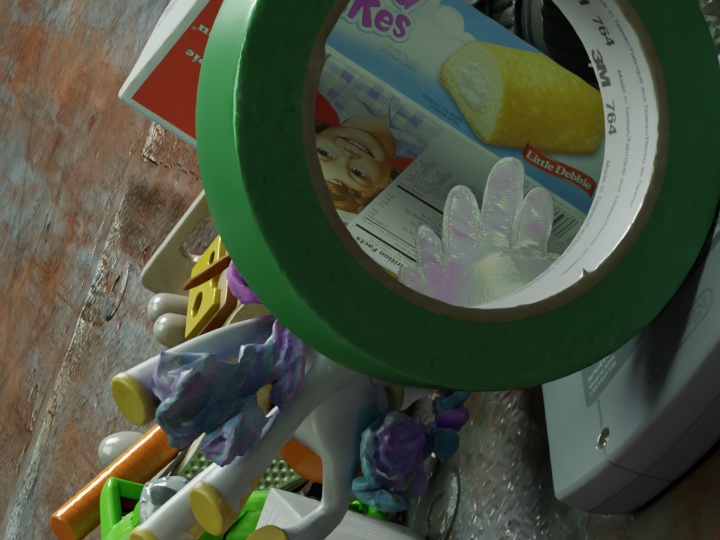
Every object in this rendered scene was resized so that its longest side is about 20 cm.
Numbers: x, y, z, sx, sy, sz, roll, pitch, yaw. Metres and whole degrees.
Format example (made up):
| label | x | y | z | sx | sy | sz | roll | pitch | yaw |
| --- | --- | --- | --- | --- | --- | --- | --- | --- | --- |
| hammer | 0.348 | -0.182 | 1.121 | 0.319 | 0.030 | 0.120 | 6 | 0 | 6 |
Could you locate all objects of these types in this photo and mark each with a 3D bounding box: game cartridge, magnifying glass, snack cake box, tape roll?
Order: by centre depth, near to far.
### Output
| label | x | y | z | sx | sy | sz | roll | pitch | yaw |
| --- | --- | --- | --- | --- | --- | --- | --- | --- | --- |
| tape roll | 0.039 | -0.054 | 1.073 | 0.048 | 0.200 | 0.201 | -1 | 71 | 68 |
| game cartridge | 0.133 | 0.000 | 1.124 | 0.200 | 0.040 | 0.133 | -56 | 21 | 38 |
| snack cake box | 0.008 | -0.072 | 1.268 | 0.115 | 0.200 | 0.067 | -42 | 19 | 54 |
| magnifying glass | -0.086 | 0.074 | 1.506 | 0.200 | 0.022 | 0.080 | -43 | -12 | -26 |

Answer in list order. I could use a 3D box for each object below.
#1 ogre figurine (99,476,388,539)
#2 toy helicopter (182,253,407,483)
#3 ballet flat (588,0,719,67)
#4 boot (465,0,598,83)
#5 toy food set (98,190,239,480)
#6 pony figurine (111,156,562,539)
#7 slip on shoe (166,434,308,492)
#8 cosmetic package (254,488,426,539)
| label | x | y | z | sx | sy | sz | roll | pitch | yaw |
| --- | --- | --- | --- | --- | --- | --- | --- | --- | --- |
| ogre figurine | -0.078 | 0.158 | 1.425 | 0.200 | 0.120 | 0.098 | -30 | 45 | 63 |
| toy helicopter | 0.000 | 0.000 | 1.374 | 0.200 | 0.132 | 0.079 | -51 | -11 | 5 |
| ballet flat | 0.143 | -0.161 | 1.200 | 0.072 | 0.072 | 0.200 | -16 | 57 | 67 |
| boot | 0.094 | -0.184 | 1.329 | 0.158 | 0.079 | 0.211 | 16 | 88 | 71 |
| toy food set | -0.108 | 0.051 | 1.694 | 0.144 | 0.060 | 0.200 | -49 | 30 | 48 |
| pony figurine | -0.011 | 0.029 | 1.206 | 0.166 | 0.200 | 0.193 | 34 | 145 | 31 |
| slip on shoe | -0.040 | 0.082 | 1.478 | 0.200 | 0.074 | 0.061 | -49 | -3 | 37 |
| cosmetic package | 0.003 | 0.177 | 1.243 | 0.107 | 0.090 | 0.200 | -69 | 22 | 7 |
